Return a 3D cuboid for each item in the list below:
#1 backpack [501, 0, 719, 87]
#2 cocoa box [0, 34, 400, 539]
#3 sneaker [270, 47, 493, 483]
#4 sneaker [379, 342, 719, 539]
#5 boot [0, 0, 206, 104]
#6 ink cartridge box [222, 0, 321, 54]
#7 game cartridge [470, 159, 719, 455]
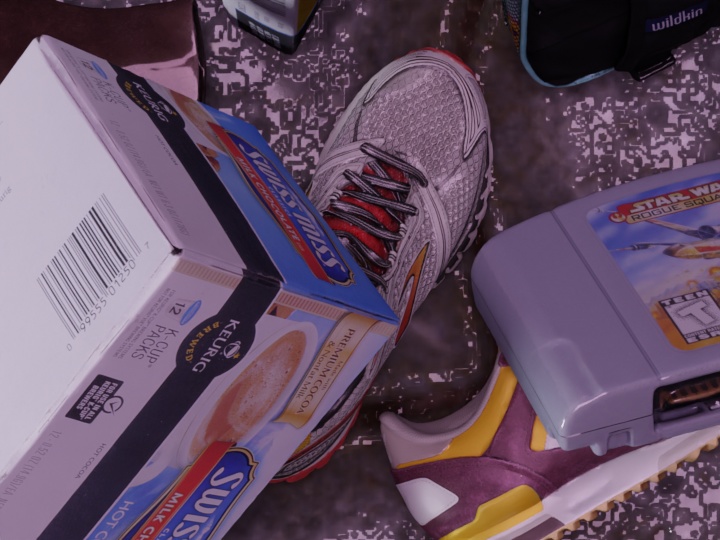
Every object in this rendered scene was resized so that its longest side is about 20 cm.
[{"bbox_3d":[0.125,-0.186,0.884,0.175,0.200,0.154,-14,70,3],"label":"backpack"},{"bbox_3d":[-0.111,0.037,0.867,0.200,0.131,0.134,-50,51,17],"label":"cocoa box"},{"bbox_3d":[0.000,0.000,0.936,0.077,0.082,0.201,24,87,3],"label":"sneaker"},{"bbox_3d":[0.104,0.047,0.935,0.199,0.075,0.090,-32,87,-2],"label":"sneaker"},{"bbox_3d":[-0.151,-0.025,0.947,0.165,0.072,0.202,2,83,4],"label":"boot"},{"bbox_3d":[0.003,-0.192,0.889,0.047,0.198,0.201,29,89,0],"label":"ink cartridge box"},{"bbox_3d":[0.153,0.005,0.907,0.199,0.133,0.042,-14,131,-10],"label":"game cartridge"}]
